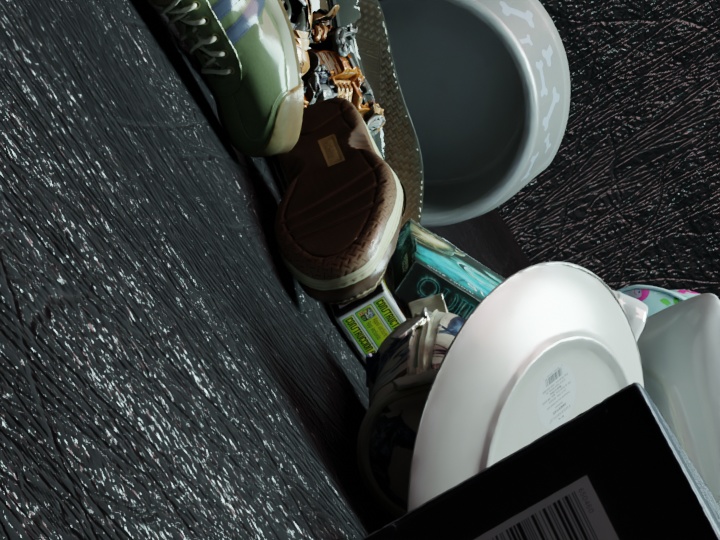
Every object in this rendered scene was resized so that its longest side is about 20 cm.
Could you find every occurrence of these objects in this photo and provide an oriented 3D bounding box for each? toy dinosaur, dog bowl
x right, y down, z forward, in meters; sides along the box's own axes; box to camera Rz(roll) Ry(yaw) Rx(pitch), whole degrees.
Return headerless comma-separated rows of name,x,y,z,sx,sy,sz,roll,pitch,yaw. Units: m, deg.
toy dinosaur,-0.054,-0.142,1.792,0.200,0.102,0.136,55,18,-59
dog bowl,0.044,-0.121,2.074,0.201,0.200,0.059,59,22,-8

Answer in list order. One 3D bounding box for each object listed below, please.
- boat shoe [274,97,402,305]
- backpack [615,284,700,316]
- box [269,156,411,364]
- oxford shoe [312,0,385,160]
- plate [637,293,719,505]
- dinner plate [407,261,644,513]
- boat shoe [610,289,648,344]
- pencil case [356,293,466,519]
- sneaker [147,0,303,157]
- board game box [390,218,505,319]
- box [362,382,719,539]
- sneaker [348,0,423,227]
boat shoe,-0.004,-0.026,1.689,0.203,0.074,0.075,-92,162,-62
backpack,0.185,0.106,2.074,0.178,0.200,0.150,62,16,17
box,0.000,0.000,1.818,0.110,0.035,0.200,56,7,-37
oxford shoe,-0.039,-0.116,1.946,0.073,0.084,0.201,-6,-80,62
plate,0.140,0.134,1.606,0.032,0.199,0.201,-6,77,-43
dinner plate,0.091,0.096,1.468,0.024,0.201,0.200,8,-33,38
boat shoe,0.109,0.106,1.561,0.071,0.069,0.201,-94,-165,-77
pencil case,0.038,0.073,1.546,0.200,0.078,0.090,-80,147,-82
sneaker,-0.095,-0.158,1.675,0.067,0.090,0.201,-3,-82,50
board game box,0.107,0.042,1.805,0.200,0.028,0.135,33,9,-8
box,0.115,0.169,1.378,0.200,0.148,0.107,54,8,-51
sneaker,-0.012,-0.092,2.038,0.073,0.084,0.201,-27,109,-57
